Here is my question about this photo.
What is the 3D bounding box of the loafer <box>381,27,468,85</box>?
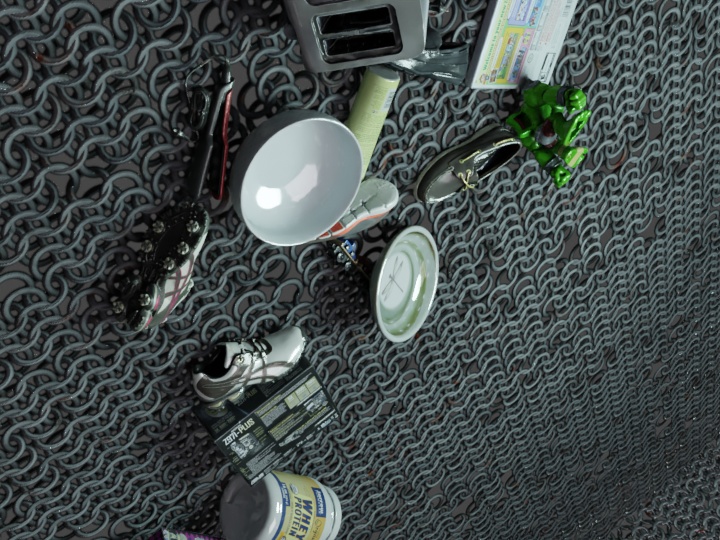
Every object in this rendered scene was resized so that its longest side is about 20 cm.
[{"bbox_3d":[0.085,-0.317,1.260,0.200,0.068,0.071,-2,114,-46],"label":"loafer"}]

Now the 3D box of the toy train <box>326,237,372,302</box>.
[{"bbox_3d":[0.000,0.000,1.455,0.046,0.034,0.200,-55,142,-11],"label":"toy train"}]

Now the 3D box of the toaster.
[{"bbox_3d":[-0.005,-0.349,1.053,0.199,0.119,0.181,-5,137,11],"label":"toaster"}]

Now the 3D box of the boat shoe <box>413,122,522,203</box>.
[{"bbox_3d":[0.179,-0.172,1.454,0.201,0.061,0.072,-37,139,-12],"label":"boat shoe"}]

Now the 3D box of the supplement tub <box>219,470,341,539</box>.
[{"bbox_3d":[-0.142,0.442,1.594,0.200,0.144,0.145,25,103,-48],"label":"supplement tub"}]

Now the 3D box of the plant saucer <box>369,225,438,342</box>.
[{"bbox_3d":[0.064,0.020,1.485,0.200,0.050,0.201,-24,119,-51],"label":"plant saucer"}]

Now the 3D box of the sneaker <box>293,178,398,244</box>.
[{"bbox_3d":[-0.034,-0.073,1.342,0.200,0.077,0.082,-18,154,-16],"label":"sneaker"}]

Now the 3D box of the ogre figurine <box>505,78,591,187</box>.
[{"bbox_3d":[0.313,-0.241,1.453,0.098,0.120,0.200,-45,152,-4],"label":"ogre figurine"}]

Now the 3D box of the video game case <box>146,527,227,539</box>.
[{"bbox_3d":[-0.341,0.522,1.521,0.200,0.036,0.181,-39,140,18],"label":"video game case"}]

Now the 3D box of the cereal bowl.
[{"bbox_3d":[-0.099,-0.138,1.225,0.200,0.083,0.200,-22,133,-26],"label":"cereal bowl"}]

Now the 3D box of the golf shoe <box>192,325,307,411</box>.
[{"bbox_3d":[-0.174,0.139,1.382,0.200,0.078,0.095,-35,137,-16],"label":"golf shoe"}]

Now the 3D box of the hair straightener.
[{"bbox_3d":[-0.203,-0.183,1.132,0.077,0.041,0.200,-7,125,-37],"label":"hair straightener"}]

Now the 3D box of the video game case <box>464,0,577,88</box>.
[{"bbox_3d":[0.263,-0.386,1.390,0.182,0.022,0.200,-9,127,-37],"label":"video game case"}]

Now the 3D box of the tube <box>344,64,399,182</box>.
[{"bbox_3d":[-0.001,-0.203,1.291,0.058,0.052,0.200,20,121,-2],"label":"tube"}]

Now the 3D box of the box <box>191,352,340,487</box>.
[{"bbox_3d":[-0.154,0.240,1.470,0.200,0.086,0.164,-38,138,-12],"label":"box"}]

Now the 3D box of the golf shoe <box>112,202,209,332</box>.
[{"bbox_3d":[-0.265,-0.006,1.209,0.200,0.077,0.088,-55,159,11],"label":"golf shoe"}]
